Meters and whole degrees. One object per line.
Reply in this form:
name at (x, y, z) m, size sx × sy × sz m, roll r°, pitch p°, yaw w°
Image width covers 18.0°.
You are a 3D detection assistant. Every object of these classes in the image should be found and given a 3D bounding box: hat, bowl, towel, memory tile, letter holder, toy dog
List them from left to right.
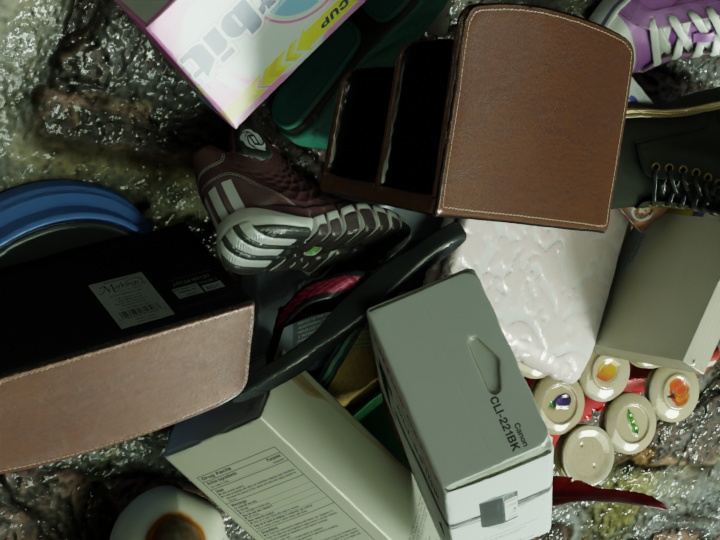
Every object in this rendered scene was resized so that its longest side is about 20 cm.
bowl at (-0.217, 0.035, 1.542) m, size 0.200 × 0.039 × 0.202 m, roll -21°, pitch 132°, yaw -25°
letter holder at (-0.183, 0.075, 1.498) m, size 0.199 × 0.101 × 0.143 m, roll -16°, pitch 131°, yaw -29°
toy dog at (-0.171, 0.251, 1.692) m, size 0.193 × 0.140 × 0.200 m, roll 36°, pitch 99°, yaw -10°
towel at (0.017, 0.086, 1.742) m, size 0.146 × 0.022 × 0.201 m, roll -2°, pitch 133°, yaw -44°
hat at (0.080, 0.183, 1.737) m, size 0.165 × 0.176 × 0.200 m, roll 13°, pitch 122°, yaw -50°
letter holder at (0.084, -0.109, 1.532) m, size 0.199 × 0.100 × 0.143 m, roll 3°, pitch 98°, yaw -51°
towel at (0.131, -0.029, 1.721) m, size 0.200 × 0.032 × 0.192 m, roll 26°, pitch 78°, yaw -47°
memory tile at (0.185, 0.057, 1.812) m, size 0.153 × 0.017 × 0.201 m, roll -31°, pitch 105°, yaw -23°

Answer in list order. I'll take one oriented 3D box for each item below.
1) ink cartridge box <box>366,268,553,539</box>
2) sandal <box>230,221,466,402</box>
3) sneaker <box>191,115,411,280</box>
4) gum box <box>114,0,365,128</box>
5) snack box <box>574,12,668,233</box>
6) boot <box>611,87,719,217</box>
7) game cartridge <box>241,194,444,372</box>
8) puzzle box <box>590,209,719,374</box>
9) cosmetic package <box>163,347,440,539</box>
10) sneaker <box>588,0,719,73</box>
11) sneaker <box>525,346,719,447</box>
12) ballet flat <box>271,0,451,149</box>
ink cartridge box at (0.072, 0.107, 1.599) m, size 0.083 × 0.145 × 0.200 m, roll -21°, pitch 158°, yaw -5°
sandal at (-0.016, 0.021, 1.573) m, size 0.200 × 0.045 × 0.075 m, roll -38°, pitch 175°, yaw -3°
sneaker at (-0.045, -0.058, 1.567) m, size 0.076 × 0.116 × 0.200 m, roll -38°, pitch 159°, yaw 23°
gum box at (-0.054, -0.206, 1.468) m, size 0.200 × 0.066 × 0.114 m, roll -45°, pitch 137°, yaw -2°
snack box at (0.187, -0.108, 1.705) m, size 0.072 × 0.024 × 0.200 m, roll -43°, pitch 133°, yaw 3°
boot at (0.233, -0.062, 1.655) m, size 0.199 × 0.138 × 0.078 m, roll -22°, pitch 132°, yaw -14°
game cartridge at (0.000, 0.000, 1.690) m, size 0.199 × 0.042 × 0.134 m, roll -19°, pitch 127°, yaw -27°
puzzle box at (0.257, -0.021, 1.761) m, size 0.025 × 0.133 × 0.201 m, roll 31°, pitch 79°, yaw -28°
cosmetic package at (-0.038, 0.157, 1.675) m, size 0.105 × 0.071 × 0.200 m, roll -22°, pitch 124°, yaw 34°
sneaker at (0.266, -0.187, 1.701) m, size 0.200 × 0.114 × 0.073 m, roll -30°, pitch 136°, yaw -14°
sneaker at (0.197, 0.090, 1.898) m, size 0.199 × 0.079 × 0.116 m, roll 5°, pitch 127°, yaw -26°
ballet flat at (0.018, -0.165, 1.559) m, size 0.070 × 0.067 × 0.200 m, roll 22°, pitch 112°, yaw -44°
